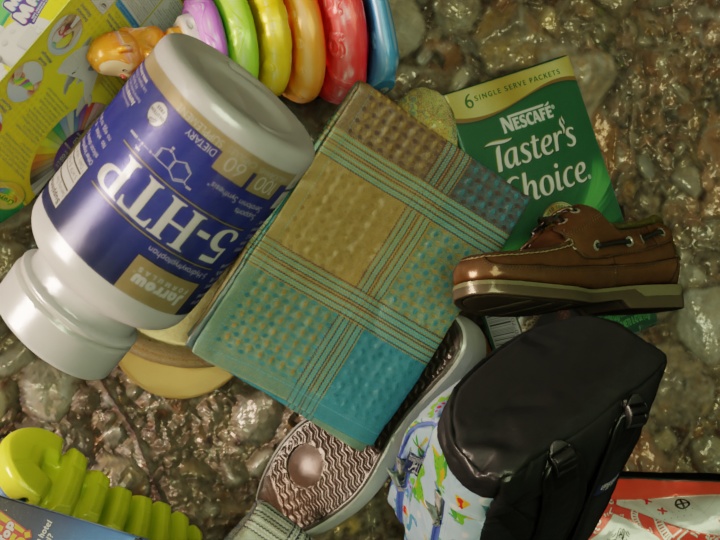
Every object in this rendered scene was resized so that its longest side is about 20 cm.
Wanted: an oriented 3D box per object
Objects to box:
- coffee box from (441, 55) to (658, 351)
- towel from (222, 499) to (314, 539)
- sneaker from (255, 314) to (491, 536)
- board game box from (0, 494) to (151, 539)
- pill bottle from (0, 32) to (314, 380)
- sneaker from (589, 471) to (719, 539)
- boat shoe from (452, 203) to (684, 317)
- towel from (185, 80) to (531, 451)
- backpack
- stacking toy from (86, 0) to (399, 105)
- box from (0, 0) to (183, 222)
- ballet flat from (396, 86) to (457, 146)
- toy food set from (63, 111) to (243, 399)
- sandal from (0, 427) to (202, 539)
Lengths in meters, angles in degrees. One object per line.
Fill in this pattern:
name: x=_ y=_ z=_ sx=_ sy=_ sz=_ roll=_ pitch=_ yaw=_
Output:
coffee box: x=0.121 y=-0.037 z=1.200 sx=0.122 sy=0.044 sz=0.202 roll=-19 pitch=91 yaw=-33
towel: x=-0.056 y=0.281 z=1.120 sx=0.192 sy=0.035 sz=0.200 roll=43 pitch=74 yaw=-9
sneaker: x=0.017 y=0.113 z=1.190 sx=0.200 sy=0.085 sz=0.073 roll=-44 pitch=63 yaw=12
board game box: x=-0.192 y=0.224 z=1.055 sx=0.199 sy=0.062 sz=0.201 roll=31 pitch=73 yaw=-1
pill bottle: x=-0.132 y=-0.034 z=1.078 sx=0.119 sy=0.120 sz=0.200 roll=39 pitch=105 yaw=-6
sneaker: x=0.223 y=0.198 z=1.220 sx=0.199 sy=0.067 sz=0.109 roll=3 pitch=89 yaw=-6
boat shoe: x=0.132 y=-0.007 z=1.137 sx=0.199 sy=0.072 sz=0.069 roll=2 pitch=81 yaw=-44
towel: x=0.000 y=0.000 z=1.114 sx=0.146 sy=0.022 sz=0.201 roll=33 pitch=92 yaw=-18
backpack: x=0.096 y=0.133 z=1.122 sx=0.163 sy=0.153 sz=0.201 roll=-32 pitch=138 yaw=-30
stacking toy: x=-0.081 y=-0.152 z=1.141 sx=0.198 sy=0.116 sz=0.111 roll=-12 pitch=89 yaw=-20
box: x=-0.206 y=-0.129 z=1.135 sx=0.048 sy=0.117 sz=0.200 roll=34 pitch=81 yaw=23
ballet flat: x=0.013 y=-0.022 z=1.157 sx=0.070 sy=0.071 sz=0.202 roll=14 pitch=111 yaw=-8
toy food set: x=-0.109 y=-0.030 z=1.182 sx=0.197 sy=0.049 sz=0.201 roll=-36 pitch=93 yaw=-9
sandal: x=-0.173 y=0.188 z=1.161 sx=0.200 sy=0.080 sz=0.087 roll=39 pitch=118 yaw=-12
